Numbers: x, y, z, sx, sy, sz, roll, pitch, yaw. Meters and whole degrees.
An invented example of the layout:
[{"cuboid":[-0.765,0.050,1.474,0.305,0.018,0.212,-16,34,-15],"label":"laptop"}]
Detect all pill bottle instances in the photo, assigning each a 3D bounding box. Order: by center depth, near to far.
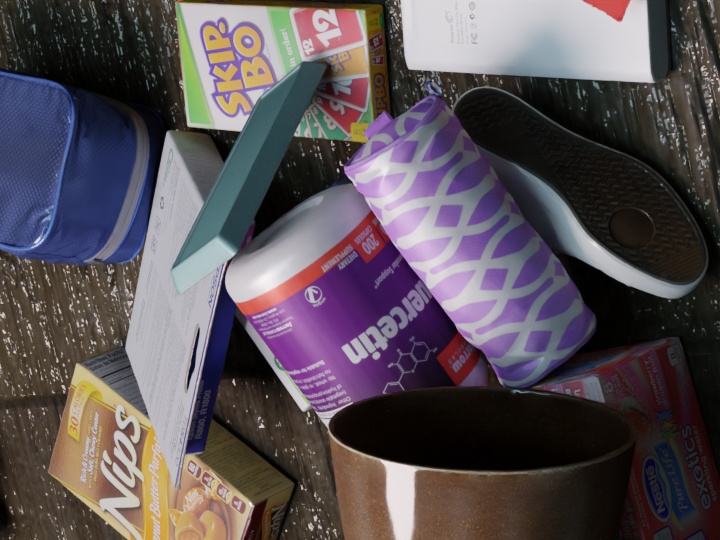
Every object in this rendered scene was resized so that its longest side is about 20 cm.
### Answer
[{"cuboid":[0.008,0.050,1.584,0.112,0.112,0.200,-26,105,42],"label":"pill bottle"}]

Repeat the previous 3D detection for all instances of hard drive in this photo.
[{"cuboid":[0.110,-0.194,1.561,0.200,0.026,0.132,7,108,39],"label":"hard drive"}]

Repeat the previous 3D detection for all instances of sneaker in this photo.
[{"cuboid":[0.143,-0.040,1.568,0.200,0.073,0.085,39,154,19],"label":"sneaker"}]

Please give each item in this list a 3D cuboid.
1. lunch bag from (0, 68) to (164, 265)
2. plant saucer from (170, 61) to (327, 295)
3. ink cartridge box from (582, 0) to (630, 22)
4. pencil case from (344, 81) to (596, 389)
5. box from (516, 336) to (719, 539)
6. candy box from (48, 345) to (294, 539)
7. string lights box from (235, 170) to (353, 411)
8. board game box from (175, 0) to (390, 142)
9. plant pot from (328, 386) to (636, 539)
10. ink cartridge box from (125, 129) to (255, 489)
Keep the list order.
[{"cuboid":[-0.256,-0.081,1.838,0.200,0.132,0.136,16,92,35],"label":"lunch bag"},{"cuboid":[-0.077,-0.068,1.626,0.019,0.200,0.070,40,134,-16],"label":"plant saucer"},{"cuboid":[0.109,-0.269,1.498,0.200,0.050,0.161,37,115,35],"label":"ink cartridge box"},{"cuboid":[0.069,-0.018,1.535,0.200,0.084,0.085,55,169,-10],"label":"pencil case"},{"cuboid":[0.173,0.156,1.568,0.095,0.103,0.200,-13,96,42],"label":"box"},{"cuboid":[-0.152,0.164,1.880,0.200,0.055,0.116,35,124,26],"label":"candy box"},{"cuboid":[0.000,0.000,1.694,0.103,0.059,0.200,53,131,13],"label":"string lights box"},{"cuboid":[-0.064,-0.147,1.727,0.200,0.030,0.096,8,109,41],"label":"board game box"},{"cuboid":[0.074,0.191,1.462,0.187,0.187,0.200,10,106,38],"label":"plant pot"},{"cuboid":[-0.122,0.028,1.757,0.200,0.043,0.197,-120,38,-55],"label":"ink cartridge box"}]
